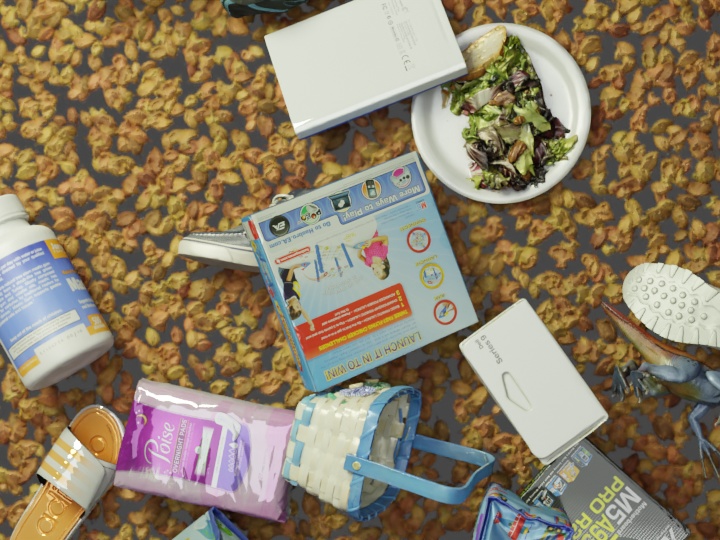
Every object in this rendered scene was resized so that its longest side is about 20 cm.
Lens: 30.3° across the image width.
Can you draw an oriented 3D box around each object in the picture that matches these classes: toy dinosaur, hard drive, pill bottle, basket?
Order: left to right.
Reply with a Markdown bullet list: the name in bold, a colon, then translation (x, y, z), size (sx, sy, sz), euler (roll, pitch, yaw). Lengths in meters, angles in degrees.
- **pill bottle**: translation (-0.367, 0.021, 1.471), size (0.112, 0.112, 0.201), euler (-31, 85, 3)
- **hard drive**: translation (0.005, -0.239, 1.474), size (0.199, 0.025, 0.133), euler (-21, 67, 5)
- **basket**: translation (0.031, 0.192, 1.391), size (0.199, 0.176, 0.140), euler (18, 97, 15)
- **toy dinosaur**: translation (0.368, 0.114, 1.410), size (0.180, 0.105, 0.202), euler (-3, 73, -15)

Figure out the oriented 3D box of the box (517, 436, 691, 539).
- **box**: translation (0.228, 0.299, 1.429), size (0.160, 0.044, 0.200), euler (42, 91, 7)

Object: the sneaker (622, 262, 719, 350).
- **sneaker**: translation (0.374, 0.052, 1.419), size (0.199, 0.080, 0.077), euler (25, 93, 26)

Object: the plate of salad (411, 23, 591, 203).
- **plate of salad**: translation (0.154, -0.175, 1.463), size (0.198, 0.048, 0.202), euler (0, 86, 5)

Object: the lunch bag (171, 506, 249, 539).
- **lunch bag**: translation (-0.155, 0.388, 1.421), size (0.170, 0.128, 0.200), euler (-36, 116, 7)

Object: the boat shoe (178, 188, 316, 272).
- **boat shoe**: translation (-0.098, -0.046, 1.474), size (0.198, 0.075, 0.094), euler (6, 83, -3)

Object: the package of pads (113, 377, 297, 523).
- **package of pads**: translation (-0.161, 0.197, 1.459), size (0.198, 0.076, 0.121), euler (11, 85, 6)

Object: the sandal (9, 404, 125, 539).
- **sandal**: translation (-0.329, 0.249, 1.480), size (0.079, 0.059, 0.208), euler (29, 90, 6)

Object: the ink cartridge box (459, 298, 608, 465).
- **ink cartridge box**: translation (0.175, 0.113, 1.367), size (0.084, 0.200, 0.146), euler (-36, 84, 2)

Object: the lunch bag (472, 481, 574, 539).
- **lunch bag**: translation (0.137, 0.328, 1.339), size (0.093, 0.151, 0.201), euler (20, 88, 7)

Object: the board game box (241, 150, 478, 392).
- **board game box**: translation (0.000, 0.000, 1.418), size (0.199, 0.056, 0.197), euler (-22, 95, -16)

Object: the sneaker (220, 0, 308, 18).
- **sneaker**: translation (-0.065, -0.335, 1.486), size (0.199, 0.082, 0.074), euler (-15, 77, -15)
